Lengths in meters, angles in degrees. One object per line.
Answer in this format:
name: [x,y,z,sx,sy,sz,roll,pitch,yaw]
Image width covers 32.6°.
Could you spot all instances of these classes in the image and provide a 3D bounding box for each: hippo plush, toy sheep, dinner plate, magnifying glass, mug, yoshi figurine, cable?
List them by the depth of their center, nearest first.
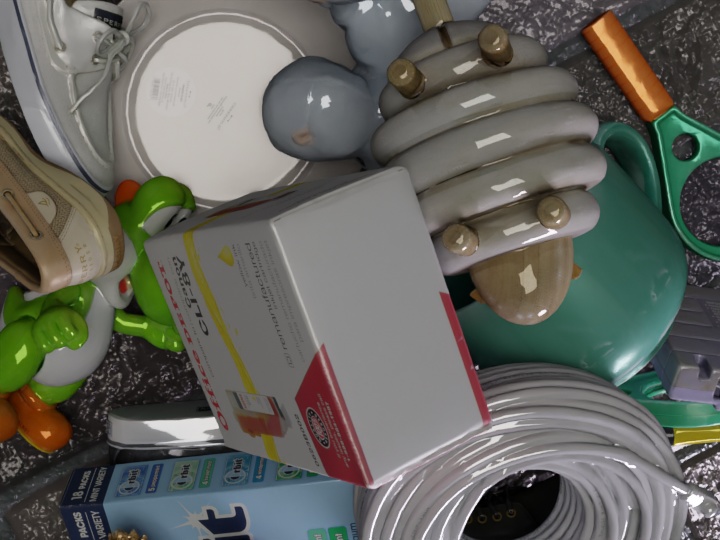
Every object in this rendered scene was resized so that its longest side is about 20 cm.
toy sheep: [0.066,-0.068,0.665,0.138,0.138,0.200,-13,85,-3]
cable: [0.094,0.145,0.736,0.200,0.069,0.200,-38,118,9]
hippo plush: [0.009,-0.147,0.779,0.200,0.159,0.161,1,116,-22]
mug: [0.144,0.000,0.792,0.185,0.152,0.114,-44,104,5]
yoshi figurine: [-0.162,0.035,0.793,0.112,0.112,0.200,37,96,-21]
dinner plate: [-0.090,-0.106,0.825,0.200,0.024,0.201,0,97,-4]
magnifying glass: [0.168,0.089,0.845,0.200,0.080,0.022,-6,102,7]
magnifying glass: [0.220,-0.092,0.853,0.080,0.022,0.200,-37,98,1]

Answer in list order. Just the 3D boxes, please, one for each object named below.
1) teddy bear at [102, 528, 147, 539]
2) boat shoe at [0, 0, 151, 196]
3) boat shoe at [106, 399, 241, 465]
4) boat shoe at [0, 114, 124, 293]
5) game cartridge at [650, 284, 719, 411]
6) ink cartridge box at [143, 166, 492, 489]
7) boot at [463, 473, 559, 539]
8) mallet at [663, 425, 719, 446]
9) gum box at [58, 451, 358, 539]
teddy bear: [-0.119,0.219,0.771,0.145,0.067,0.200,40,121,-12]
boat shoe: [-0.174,-0.149,0.779,0.086,0.075,0.202,-18,86,9]
boat shoe: [-0.071,0.125,0.831,0.200,0.072,0.068,-2,97,-1]
boat shoe: [-0.231,-0.048,0.750,0.064,0.200,0.071,-31,137,-40]
game cartridge: [0.288,0.057,0.825,0.200,0.130,0.038,8,111,-6]
ink cartridge box: [-0.032,0.030,0.687,0.083,0.200,0.145,-25,100,-25]
boot: [0.084,0.163,0.845,0.138,0.077,0.200,38,97,-3]
mallet: [0.231,0.127,0.878,0.200,0.041,0.066,-11,100,1]
gum box: [-0.077,0.199,0.812,0.200,0.045,0.170,-7,118,6]
